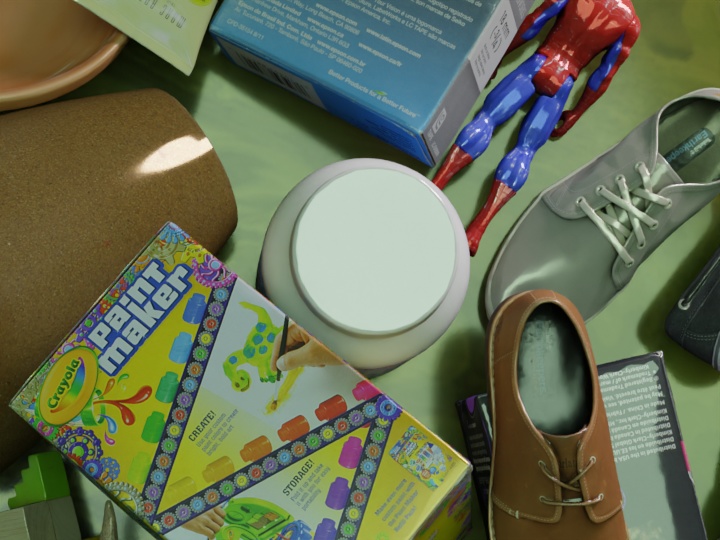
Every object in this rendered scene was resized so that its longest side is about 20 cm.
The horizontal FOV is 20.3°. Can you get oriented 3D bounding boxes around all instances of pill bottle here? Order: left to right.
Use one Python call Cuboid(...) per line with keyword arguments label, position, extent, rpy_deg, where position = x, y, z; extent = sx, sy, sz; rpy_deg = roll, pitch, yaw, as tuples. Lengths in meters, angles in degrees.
Cuboid(label="pill bottle", position=(0.000, 0.000, 1.067), extent=(0.108, 0.200, 0.109), rpy_deg=(0, 84, -4))

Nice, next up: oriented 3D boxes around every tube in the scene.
Cuboid(label="tube", position=(-0.086, -0.208, 1.130), extent=(0.058, 0.052, 0.200), rpy_deg=(16, 65, 20))

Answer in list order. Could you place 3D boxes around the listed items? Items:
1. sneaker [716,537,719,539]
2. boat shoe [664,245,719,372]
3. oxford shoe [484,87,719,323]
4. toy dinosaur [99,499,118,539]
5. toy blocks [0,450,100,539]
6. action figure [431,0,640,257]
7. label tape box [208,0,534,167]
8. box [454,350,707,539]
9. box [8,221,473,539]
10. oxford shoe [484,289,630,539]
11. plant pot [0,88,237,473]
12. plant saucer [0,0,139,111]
Cuboid(label="sneaker", position=(0.250, 0.124, 1.131), extent=(0.080, 0.083, 0.201), rpy_deg=(15, 82, -3))
Cuboid(label="boat shoe", position=(0.240, -0.030, 1.159), extent=(0.066, 0.070, 0.200), rpy_deg=(25, 75, 27))
Cuboid(label="oxford shoe", position=(0.150, -0.035, 1.154), extent=(0.200, 0.058, 0.075), rpy_deg=(-41, 91, -5))
Cuboid(label="toy dinosaur", position=(-0.096, 0.218, 1.038), extent=(0.086, 0.136, 0.200), rpy_deg=(-37, 91, -13))
Cuboid(label="toy blocks", position=(-0.207, 0.212, 1.081), extent=(0.136, 0.100, 0.201), rpy_deg=(-16, 85, 22))
Cuboid(label="action figure", position=(0.102, -0.104, 1.161), extent=(0.065, 0.052, 0.200), rpy_deg=(38, 86, -4))
Cuboid(label="label tape box", position=(0.029, -0.180, 1.138), extent=(0.144, 0.063, 0.200), rpy_deg=(29, 82, 18))
Cuboid(label="box", position=(0.129, 0.155, 1.099), extent=(0.106, 0.122, 0.201), rpy_deg=(-12, 85, -4))
Cuboid(label="box", position=(-0.052, 0.102, 1.034), extent=(0.192, 0.200, 0.122), rpy_deg=(39, 80, 13))
Cuboid(label="oxford shoe", position=(0.098, 0.108, 1.007), extent=(0.071, 0.071, 0.201), rpy_deg=(-11, 86, -4))
Cuboid(label="plant pot", position=(-0.172, -0.010, 1.082), extent=(0.200, 0.186, 0.187), rpy_deg=(-31, 87, -21))
Cuboid(label="plant saucer", position=(-0.218, -0.165, 1.118), extent=(0.199, 0.037, 0.201), rpy_deg=(6, 57, -9))
